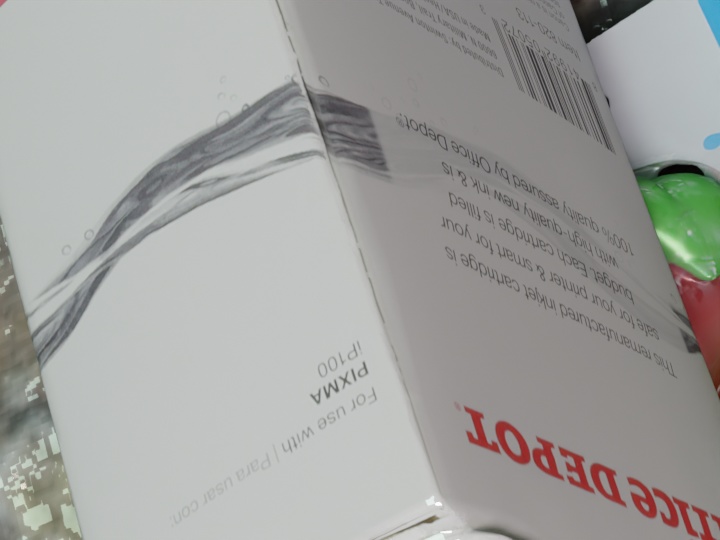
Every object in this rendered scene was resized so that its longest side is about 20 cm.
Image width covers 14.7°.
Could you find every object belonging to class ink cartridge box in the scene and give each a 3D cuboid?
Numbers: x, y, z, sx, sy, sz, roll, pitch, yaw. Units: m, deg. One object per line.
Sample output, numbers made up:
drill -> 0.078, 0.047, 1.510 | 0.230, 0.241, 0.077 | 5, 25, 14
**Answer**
ink cartridge box -> 0.000, 0.000, 0.586 | 0.083, 0.146, 0.201 | -33, 56, 24

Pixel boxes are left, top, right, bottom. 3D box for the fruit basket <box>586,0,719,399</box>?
fruit basket -> 0.071, 0.041, 0.654 | 0.185, 0.094, 0.201 | -31, 72, 24
